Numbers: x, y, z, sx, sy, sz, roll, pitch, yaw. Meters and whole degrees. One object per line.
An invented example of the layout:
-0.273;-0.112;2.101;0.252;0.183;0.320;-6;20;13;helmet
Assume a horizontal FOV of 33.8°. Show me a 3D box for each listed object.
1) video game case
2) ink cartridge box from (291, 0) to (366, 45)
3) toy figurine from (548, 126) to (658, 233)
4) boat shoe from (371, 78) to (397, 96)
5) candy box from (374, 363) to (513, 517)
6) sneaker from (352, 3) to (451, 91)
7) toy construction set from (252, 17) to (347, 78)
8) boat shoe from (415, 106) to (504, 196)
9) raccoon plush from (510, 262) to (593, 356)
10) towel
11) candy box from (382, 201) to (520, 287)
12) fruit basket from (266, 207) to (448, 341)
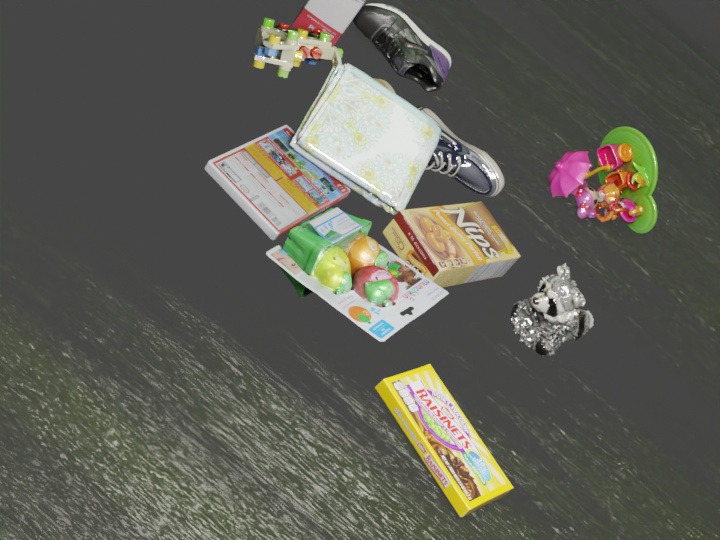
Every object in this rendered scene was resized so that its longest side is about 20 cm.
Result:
-0.115;-0.129;1.694;0.143;0.017;0.200;46;37;7;video game case
-0.018;-0.488;1.989;0.083;0.200;0.147;34;38;-10;ink cartridge box
0.424;-0.149;2.128;0.183;0.150;0.201;-12;85;-32;toy figurine
0.017;-0.238;1.873;0.069;0.074;0.201;23;41;-31;boat shoe
0.109;0.216;1.534;0.102;0.026;0.200;-11;60;-50;candy box
0.071;-0.391;2.080;0.199;0.076;0.088;31;44;-13;sneaker
-0.086;-0.338;1.864;0.199;0.092;0.131;20;14;-34;toy construction set
0.136;-0.178;1.929;0.200;0.075;0.093;39;43;11;boat shoe
0.316;0.044;1.797;0.097;0.134;0.200;50;38;15;raccoon plush
0.010;-0.199;1.780;0.199;0.048;0.172;33;62;-8;towel
0.140;-0.039;1.794;0.199;0.055;0.116;-10;59;-46;candy box
0.000;0.000;1.580;0.199;0.094;0.185;31;33;21;fruit basket
